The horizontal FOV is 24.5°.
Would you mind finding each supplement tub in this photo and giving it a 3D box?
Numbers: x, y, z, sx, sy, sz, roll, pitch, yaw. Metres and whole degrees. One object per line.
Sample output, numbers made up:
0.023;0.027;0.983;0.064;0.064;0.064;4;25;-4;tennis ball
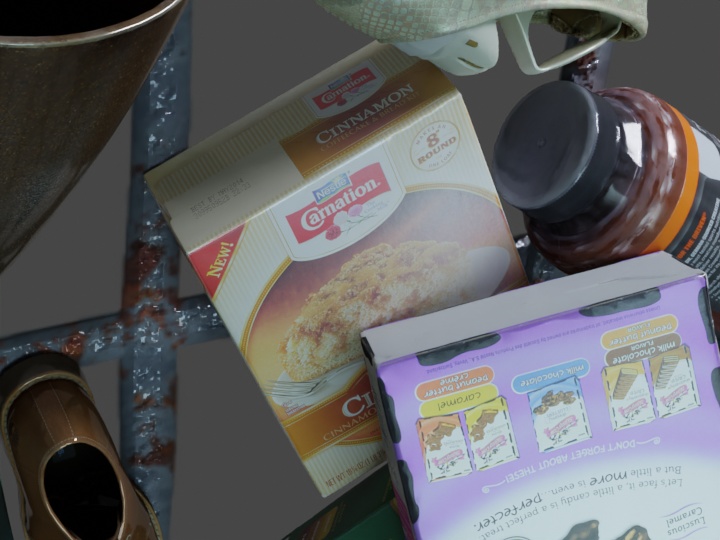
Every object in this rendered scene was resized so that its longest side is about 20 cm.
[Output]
0.161;-0.032;0.909;0.199;0.107;0.107;26;109;-40;supplement tub

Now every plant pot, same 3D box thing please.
-0.172;-0.078;0.650;0.185;0.188;0.201;-3;141;-28;plant pot

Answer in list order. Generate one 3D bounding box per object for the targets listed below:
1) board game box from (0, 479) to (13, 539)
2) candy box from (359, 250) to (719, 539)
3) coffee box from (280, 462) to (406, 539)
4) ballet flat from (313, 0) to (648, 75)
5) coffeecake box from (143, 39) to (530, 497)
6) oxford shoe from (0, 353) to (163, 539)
-0.249;0.141;0.858;0.134;0.028;0.202;-16;131;-18;board game box
0.103;0.111;0.832;0.166;0.072;0.202;-14;102;-5;candy box
0.019;0.183;0.949;0.123;0.044;0.200;40;131;-13;coffee box
0.068;-0.123;0.791;0.198;0.067;0.063;-14;99;-33;ballet flat
0.000;0.000;0.864;0.153;0.073;0.201;-30;133;-5;coffeecake box
-0.145;0.139;0.891;0.071;0.071;0.201;-27;135;-11;oxford shoe
